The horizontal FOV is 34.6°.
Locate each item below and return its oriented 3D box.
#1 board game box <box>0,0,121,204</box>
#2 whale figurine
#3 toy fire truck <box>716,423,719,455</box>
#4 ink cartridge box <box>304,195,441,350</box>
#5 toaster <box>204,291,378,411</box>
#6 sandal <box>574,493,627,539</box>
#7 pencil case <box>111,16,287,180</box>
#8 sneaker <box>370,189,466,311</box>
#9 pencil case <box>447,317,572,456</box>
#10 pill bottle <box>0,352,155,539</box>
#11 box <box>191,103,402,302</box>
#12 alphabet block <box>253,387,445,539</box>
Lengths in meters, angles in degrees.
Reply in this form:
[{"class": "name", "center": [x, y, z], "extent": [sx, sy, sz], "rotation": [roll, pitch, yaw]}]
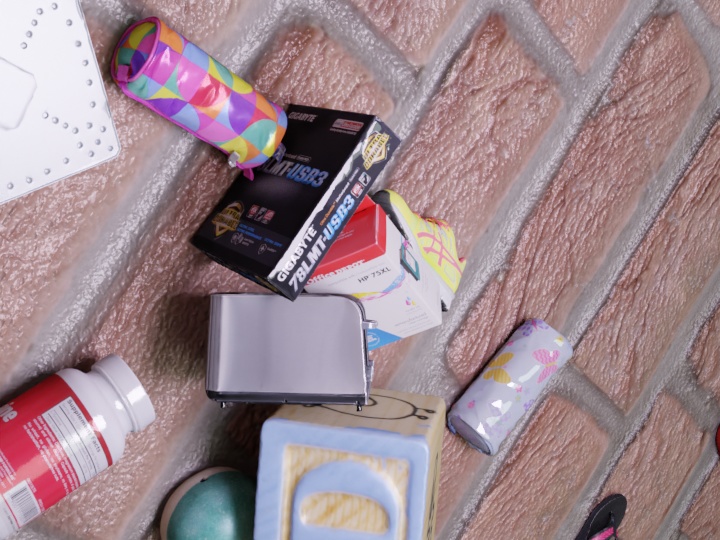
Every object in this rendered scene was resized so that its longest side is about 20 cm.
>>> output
[{"class": "board game box", "center": [-0.342, -0.169, 1.089], "extent": [0.199, 0.026, 0.202], "rotation": [-27, 121, -28]}, {"class": "whale figurine", "center": [-0.155, 0.333, 1.362], "extent": [0.158, 0.103, 0.202], "rotation": [-26, 118, -29]}, {"class": "toy fire truck", "center": [0.695, 0.247, 2.008], "extent": [0.176, 0.128, 0.200], "rotation": [-47, 116, -15]}, {"class": "ink cartridge box", "center": [0.000, 0.000, 1.354], "extent": [0.115, 0.068, 0.200], "rotation": [-22, 132, 23]}, {"class": "toaster", "center": [-0.080, 0.084, 1.253], "extent": [0.197, 0.181, 0.120], "rotation": [1, 89, 2]}, {"class": "sandal", "center": [0.375, 0.450, 1.863], "extent": [0.200, 0.045, 0.075], "rotation": [-49, 128, -14]}, {"class": "pencil case", "center": [-0.163, -0.177, 1.193], "extent": [0.199, 0.088, 0.089], "rotation": [34, 84, -39]}, {"class": "sneaker", "center": [0.072, -0.041, 1.439], "extent": [0.091, 0.078, 0.201], "rotation": [-54, 136, -21]}, {"class": "pencil case", "center": [0.210, 0.161, 1.606], "extent": [0.200, 0.083, 0.091], "rotation": [-49, 126, -14]}, {"class": "pill bottle", "center": [-0.314, 0.173, 1.176], "extent": [0.199, 0.112, 0.113], "rotation": [-34, 124, -25]}, {"class": "box", "center": [-0.072, -0.080, 1.219], "extent": [0.050, 0.199, 0.200], "rotation": [38, 82, -31]}, {"class": "alphabet block", "center": [-0.009, 0.251, 1.332], "extent": [0.200, 0.193, 0.199], "rotation": [-42, 139, -79]}]
